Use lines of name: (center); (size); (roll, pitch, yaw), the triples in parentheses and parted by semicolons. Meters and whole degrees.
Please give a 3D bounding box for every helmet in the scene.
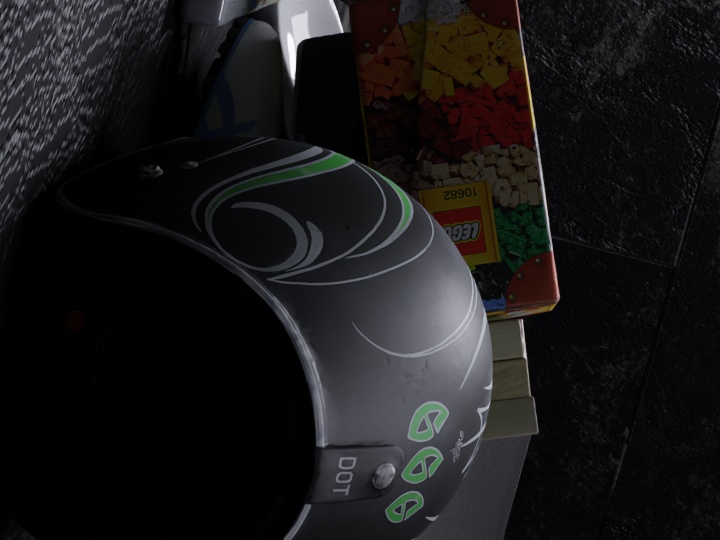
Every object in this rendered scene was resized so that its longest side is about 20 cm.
helmet: (-0.044, 0.036, 1.009); (0.191, 0.200, 0.200); (-22, 128, -63)

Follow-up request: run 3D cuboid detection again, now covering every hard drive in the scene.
hard drive: (0.000, 0.000, 1.211); (0.140, 0.033, 0.200); (-91, 171, -67)

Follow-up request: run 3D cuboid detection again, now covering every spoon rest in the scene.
spoon rest: (-0.023, -0.066, 1.327); (0.099, 0.060, 0.201); (2, 84, -69)

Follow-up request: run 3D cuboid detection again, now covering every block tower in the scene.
block tower: (0.052, 0.053, 1.175); (0.200, 0.058, 0.054); (16, 67, -86)

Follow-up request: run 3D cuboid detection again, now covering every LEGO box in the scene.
LEGO box: (0.047, -0.049, 1.185); (0.200, 0.077, 0.149); (19, 63, -86)

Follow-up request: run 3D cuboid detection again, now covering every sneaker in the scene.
sneaker: (-0.049, -0.020, 1.168); (0.072, 0.072, 0.201); (-47, 143, -72)

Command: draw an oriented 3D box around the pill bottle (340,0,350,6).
pill bottle: (0.028, -0.212, 1.147); (0.200, 0.112, 0.113); (99, 7, -64)

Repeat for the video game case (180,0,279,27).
video game case: (-0.040, -0.221, 1.174); (0.182, 0.023, 0.200); (-53, 155, -77)

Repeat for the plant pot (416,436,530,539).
plant pot: (-0.017, 0.135, 1.502); (0.177, 0.200, 0.200); (65, 39, -72)
